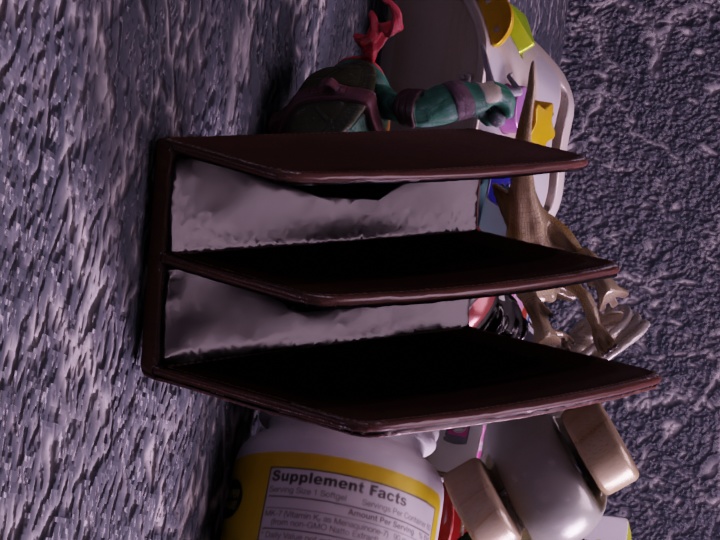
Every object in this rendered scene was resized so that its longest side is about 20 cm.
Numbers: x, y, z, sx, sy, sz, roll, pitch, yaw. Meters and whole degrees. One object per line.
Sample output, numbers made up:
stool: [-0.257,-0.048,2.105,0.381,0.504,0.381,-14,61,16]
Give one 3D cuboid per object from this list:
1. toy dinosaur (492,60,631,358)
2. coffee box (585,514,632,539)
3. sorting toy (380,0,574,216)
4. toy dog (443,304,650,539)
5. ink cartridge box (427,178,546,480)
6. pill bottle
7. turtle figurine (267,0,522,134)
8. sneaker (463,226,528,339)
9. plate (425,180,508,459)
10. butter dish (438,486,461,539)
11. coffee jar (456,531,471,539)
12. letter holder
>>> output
toy dinosaur: [0.091,-0.011,1.146,0.200,0.058,0.102,74,-11,-59]
coffee box: [0.185,0.359,2.376,0.200,0.196,0.202,56,41,-77]
sorting toy: [0.089,-0.098,1.483,0.180,0.106,0.202,19,77,-55]
toy dog: [0.102,0.109,1.191,0.097,0.131,0.200,64,23,-13]
ink cartridge box: [0.084,0.034,1.345,0.095,0.037,0.202,37,63,-70]
pill bottle: [-0.018,0.148,1.130,0.114,0.113,0.202,76,23,-68]
turtle figurine: [-0.003,-0.053,1.138,0.150,0.100,0.201,-44,-165,37]
sneaker: [0.050,0.022,1.164,0.071,0.098,0.200,-45,-174,-5]
plate: [0.059,0.029,1.361,0.200,0.025,0.202,10,90,-75]
butter dish: [0.066,0.218,1.460,0.200,0.147,0.201,-92,-157,-67]
coffee jar: [0.031,0.230,1.240,0.104,0.199,0.086,51,-17,26]
letter holder: [0.029,0.001,0.938,0.199,0.141,0.102,-5,105,-46]
